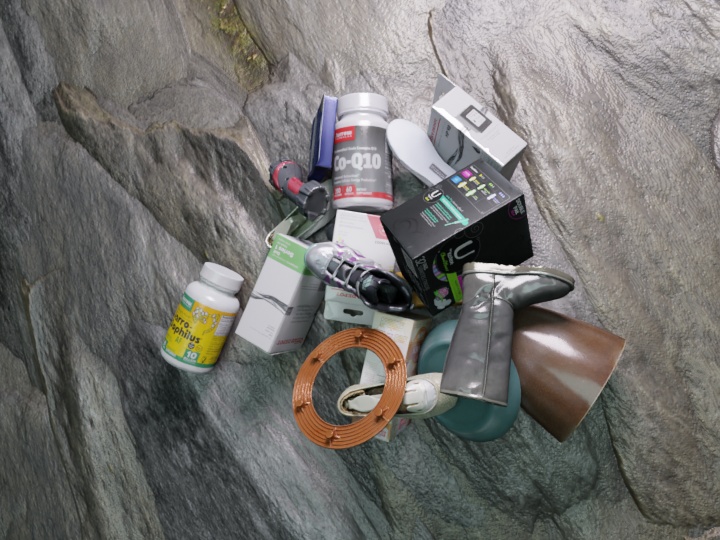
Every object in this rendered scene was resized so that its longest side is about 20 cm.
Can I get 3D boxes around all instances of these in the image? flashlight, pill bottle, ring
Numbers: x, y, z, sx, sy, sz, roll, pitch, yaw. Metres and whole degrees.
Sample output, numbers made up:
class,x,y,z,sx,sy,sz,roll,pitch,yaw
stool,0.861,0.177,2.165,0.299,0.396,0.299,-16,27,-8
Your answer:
class,x,y,z,sx,sy,sz,roll,pitch,yaw
flashlight,-0.113,-0.157,1.078,0.068,0.200,0.068,-33,121,-12
pill bottle,-0.309,0.092,1.163,0.112,0.113,0.201,27,95,17
ring,-0.022,0.176,0.906,0.199,0.019,0.202,-16,50,19
pill bottle,0.003,-0.213,1.075,0.113,0.114,0.202,-1,87,18

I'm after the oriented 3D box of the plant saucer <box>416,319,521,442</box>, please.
class,x,y,z,sx,sy,sz,roll,pitch,yaw
plant saucer,0.159,0.181,0.932,0.199,0.036,0.202,12,107,44

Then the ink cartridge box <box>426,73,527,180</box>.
class,x,y,z,sx,sy,sz,roll,pitch,yaw
ink cartridge box,0.179,-0.230,1.010,0.067,0.116,0.200,-41,74,-16

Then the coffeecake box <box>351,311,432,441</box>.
class,x,y,z,sx,sy,sz,roll,pitch,yaw
coffeecake box,0.058,0.175,1.017,0.072,0.153,0.202,13,92,18

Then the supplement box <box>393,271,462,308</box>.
class,x,y,z,sx,sy,sz,roll,pitch,yaw
supplement box,0.158,0.030,1.038,0.198,0.069,0.067,-6,83,20

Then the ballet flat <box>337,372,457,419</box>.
class,x,y,z,sx,sy,sz,roll,pitch,yaw
ballet flat,0.058,0.202,0.902,0.198,0.062,0.068,-13,81,16

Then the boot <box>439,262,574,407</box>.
class,x,y,z,sx,sy,sz,roll,pitch,yaw
boot,0.214,0.094,0.848,0.180,0.073,0.202,2,65,19

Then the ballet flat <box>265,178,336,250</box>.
class,x,y,z,sx,sy,sz,roll,pitch,yaw
ballet flat,-0.108,-0.103,1.132,0.200,0.069,0.070,-42,76,11

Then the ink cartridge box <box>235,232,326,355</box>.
class,x,y,z,sx,sy,sz,roll,pitch,yaw
ink cartridge box,-0.132,0.045,1.089,0.084,0.146,0.201,26,95,18

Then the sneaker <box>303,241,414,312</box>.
class,x,y,z,sx,sy,sz,roll,pitch,yaw
sneaker,0.001,0.011,0.940,0.198,0.140,0.078,22,93,-5

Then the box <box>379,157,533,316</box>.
class,x,y,z,sx,sy,sz,roll,pitch,yaw
box,0.158,-0.055,0.948,0.199,0.149,0.125,-30,45,-5

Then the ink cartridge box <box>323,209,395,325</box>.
class,x,y,z,sx,sy,sz,roll,pitch,yaw
ink cartridge box,0.000,0.000,1.045,0.115,0.068,0.202,8,95,-3

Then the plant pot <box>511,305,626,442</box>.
class,x,y,z,sx,sy,sz,roll,pitch,yaw
plant pot,0.279,0.135,0.930,0.199,0.187,0.188,32,97,17

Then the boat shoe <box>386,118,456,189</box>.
class,x,y,z,sx,sy,sz,roll,pitch,yaw
boat shoe,0.119,-0.184,1.050,0.200,0.066,0.070,42,77,0

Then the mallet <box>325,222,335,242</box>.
class,x,y,z,sx,sy,sz,roll,pitch,yaw
mallet,-0.003,-0.002,1.112,0.041,0.066,0.201,-27,94,14

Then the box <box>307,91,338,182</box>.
class,x,y,z,sx,sy,sz,roll,pitch,yaw
box,-0.069,-0.237,1.062,0.032,0.200,0.123,6,89,-9
